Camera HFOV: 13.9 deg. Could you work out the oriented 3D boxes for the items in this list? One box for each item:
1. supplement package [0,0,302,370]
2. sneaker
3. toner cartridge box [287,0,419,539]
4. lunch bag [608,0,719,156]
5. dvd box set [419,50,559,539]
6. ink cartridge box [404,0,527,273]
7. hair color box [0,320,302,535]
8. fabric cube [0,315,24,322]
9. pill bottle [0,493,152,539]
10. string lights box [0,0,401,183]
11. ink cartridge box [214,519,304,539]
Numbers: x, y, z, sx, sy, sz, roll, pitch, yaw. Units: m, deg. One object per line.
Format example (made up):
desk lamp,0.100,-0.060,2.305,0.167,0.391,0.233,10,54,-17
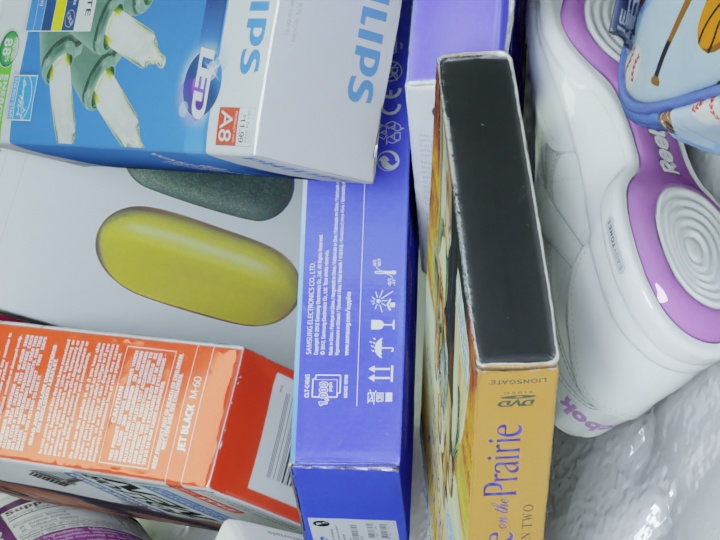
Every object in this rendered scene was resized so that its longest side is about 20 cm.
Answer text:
supplement package,-0.111,-0.045,1.323,0.151,0.199,0.152,10,83,65
sneaker,0.080,-0.031,1.066,0.100,0.075,0.200,-49,33,40
toner cartridge box,0.000,0.000,1.150,0.095,0.043,0.201,86,-174,-65
lunch bag,0.156,-0.113,0.875,0.200,0.075,0.161,-6,65,61
dvd box set,0.042,0.045,1.039,0.200,0.029,0.147,91,175,-47
ink cartridge box,0.044,-0.128,1.131,0.200,0.043,0.199,88,-174,-61
hair color box,-0.098,0.067,1.245,0.200,0.111,0.064,6,76,39
fabric cube,-0.183,-0.052,1.483,0.200,0.199,0.197,11,85,65
pill bottle,-0.131,0.163,1.334,0.113,0.112,0.200,-69,25,7
string lights box,-0.066,-0.091,1.144,0.200,0.059,0.103,5,85,53
ink cartridge box,-0.020,0.208,1.107,0.146,0.085,0.200,-65,24,17
